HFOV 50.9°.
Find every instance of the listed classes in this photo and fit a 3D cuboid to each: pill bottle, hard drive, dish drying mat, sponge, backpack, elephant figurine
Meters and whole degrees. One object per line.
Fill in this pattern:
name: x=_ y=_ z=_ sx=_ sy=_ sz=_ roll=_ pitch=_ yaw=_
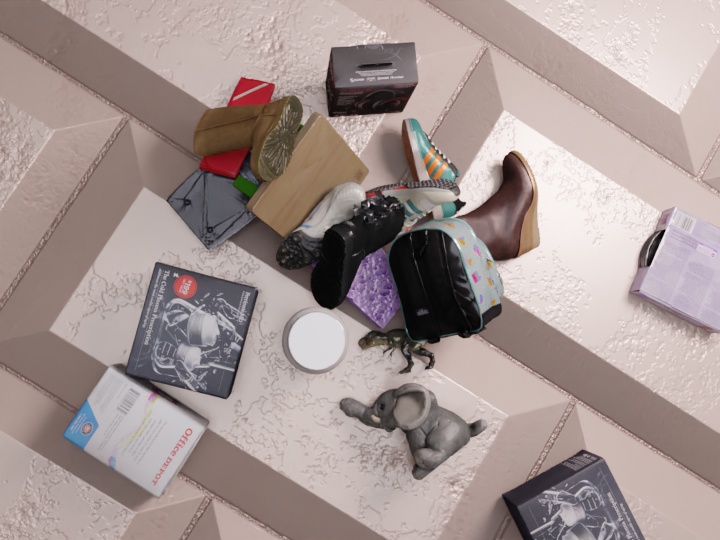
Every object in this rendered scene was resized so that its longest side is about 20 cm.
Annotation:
pill bottle: x=-0.079 y=0.120 z=1.306 sx=0.113 sy=0.200 sz=0.115 roll=0 pitch=86 yaw=-5
hard drive: x=-0.239 y=-0.144 z=1.389 sx=0.200 sy=0.042 sz=0.135 roll=-41 pitch=90 yaw=-9
dish drying mat: x=-0.224 y=-0.264 z=1.382 sx=0.076 sy=0.018 sz=0.201 roll=16 pitch=71 yaw=12
sponge: x=0.000 y=0.000 z=1.394 sx=0.200 sy=0.030 sz=0.112 roll=42 pitch=80 yaw=-10
backpack: x=0.148 y=0.007 z=1.332 sx=0.153 sy=0.175 sz=0.201 roll=-35 pitch=105 yaw=-46
elephant figurine: x=0.089 y=0.260 z=1.357 sx=0.155 sy=0.142 sz=0.200 roll=-26 pitch=71 yaw=-35

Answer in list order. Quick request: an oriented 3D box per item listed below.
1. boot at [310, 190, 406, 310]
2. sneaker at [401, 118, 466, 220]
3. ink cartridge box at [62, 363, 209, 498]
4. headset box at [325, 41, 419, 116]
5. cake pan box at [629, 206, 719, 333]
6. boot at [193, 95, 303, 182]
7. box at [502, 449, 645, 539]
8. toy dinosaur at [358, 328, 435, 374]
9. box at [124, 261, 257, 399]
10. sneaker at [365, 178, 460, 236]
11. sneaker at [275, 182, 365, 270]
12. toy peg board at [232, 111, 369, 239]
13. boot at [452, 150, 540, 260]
boot: x=-0.003 y=-0.036 z=1.327 sx=0.073 sy=0.199 sz=0.162 roll=36 pitch=46 yaw=22
sneaker: x=0.137 y=-0.195 z=1.420 sx=0.080 sy=0.071 sz=0.201 roll=-20 pitch=96 yaw=-8
ink cartridge box: x=-0.386 y=0.277 z=1.322 sx=0.199 sy=0.085 sz=0.145 roll=34 pitch=84 yaw=-1
headset box: x=0.017 y=-0.341 z=1.351 sx=0.148 sy=0.200 sz=0.076 roll=-5 pitch=86 yaw=-7
cake pan box: x=0.641 y=-0.001 z=1.463 sx=0.199 sy=0.052 sz=0.185 roll=25 pitch=82 yaw=-4
boot: x=-0.203 y=-0.213 z=1.276 sx=0.199 sy=0.066 sz=0.176 roll=-2 pitch=52 yaw=33
box: x=0.389 y=0.462 z=1.368 sx=0.181 sy=0.104 sz=0.201 roll=-27 pitch=88 yaw=-6
toy dinosaur: x=0.099 y=0.143 z=1.402 sx=0.199 sy=0.047 sz=0.089 roll=-8 pitch=80 yaw=-9
box: x=-0.292 y=0.105 z=1.335 sx=0.181 sy=0.104 sz=0.201 roll=14 pitch=85 yaw=-6
sneaker: x=0.096 y=-0.111 z=1.372 sx=0.199 sy=0.070 sz=0.094 roll=-1 pitch=106 yaw=34
sneaker: x=-0.069 y=-0.076 z=1.338 sx=0.200 sy=0.072 sz=0.072 roll=-44 pitch=99 yaw=-2
toy peg board: x=-0.113 y=-0.163 z=1.352 sx=0.098 sy=0.199 sz=0.200 roll=34 pitch=86 yaw=34
boot: x=0.248 y=-0.114 z=1.412 sx=0.165 sy=0.072 sz=0.201 roll=-12 pitch=94 yaw=-17
